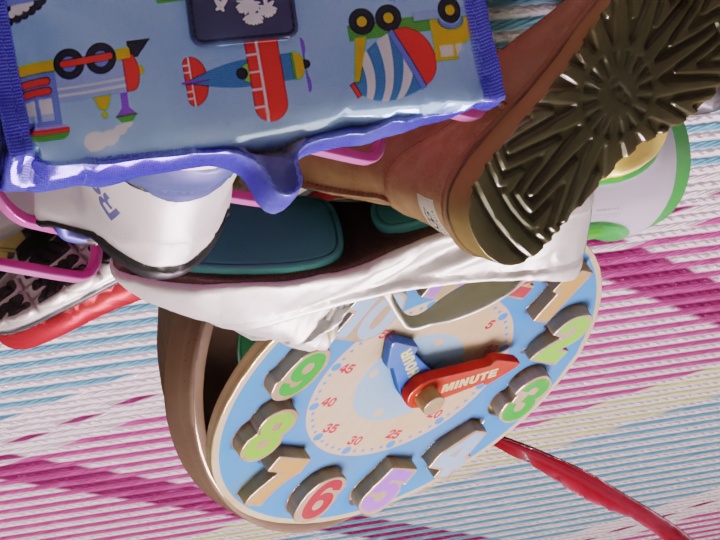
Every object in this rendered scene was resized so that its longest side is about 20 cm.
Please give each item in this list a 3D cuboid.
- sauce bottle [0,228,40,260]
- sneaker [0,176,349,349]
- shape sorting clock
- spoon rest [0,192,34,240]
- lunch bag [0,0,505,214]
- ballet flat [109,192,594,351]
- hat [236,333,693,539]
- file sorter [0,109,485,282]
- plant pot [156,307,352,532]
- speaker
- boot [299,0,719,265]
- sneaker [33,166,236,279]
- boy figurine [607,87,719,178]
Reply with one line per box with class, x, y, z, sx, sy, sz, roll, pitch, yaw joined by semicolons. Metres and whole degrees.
sauce bottle;-0.164;-0.018;1.296;0.200;0.066;0.066;5;160;-16
sneaker;-0.065;-0.003;1.257;0.200;0.085;0.077;-23;-153;-4
shape sorting clock;0.023;0.048;1.306;0.200;0.039;0.200;-24;144;-19
spoon rest;-0.216;-0.068;1.186;0.099;0.061;0.200;-27;146;37
lunch bag;-0.050;-0.109;0.876;0.151;0.200;0.094;-9;163;-15
ballet flat;0.000;0.000;1.188;0.200;0.069;0.069;-12;165;0
hat;0.069;0.045;1.396;0.176;0.166;0.200;22;-171;43
file sorter;-0.073;-0.085;1.088;0.200;0.125;0.139;-22;163;28
plant pot;-0.038;0.025;1.480;0.093;0.201;0.201;22;-167;42
speaker;0.063;-0.050;1.383;0.200;0.088;0.088;-6;163;-40
boot;0.038;-0.090;1.170;0.175;0.066;0.200;-41;-145;-18
sneaker;-0.085;-0.072;0.963;0.081;0.199;0.115;-5;140;-17
boy figurine;0.122;-0.084;1.272;0.124;0.064;0.200;-19;-175;14
